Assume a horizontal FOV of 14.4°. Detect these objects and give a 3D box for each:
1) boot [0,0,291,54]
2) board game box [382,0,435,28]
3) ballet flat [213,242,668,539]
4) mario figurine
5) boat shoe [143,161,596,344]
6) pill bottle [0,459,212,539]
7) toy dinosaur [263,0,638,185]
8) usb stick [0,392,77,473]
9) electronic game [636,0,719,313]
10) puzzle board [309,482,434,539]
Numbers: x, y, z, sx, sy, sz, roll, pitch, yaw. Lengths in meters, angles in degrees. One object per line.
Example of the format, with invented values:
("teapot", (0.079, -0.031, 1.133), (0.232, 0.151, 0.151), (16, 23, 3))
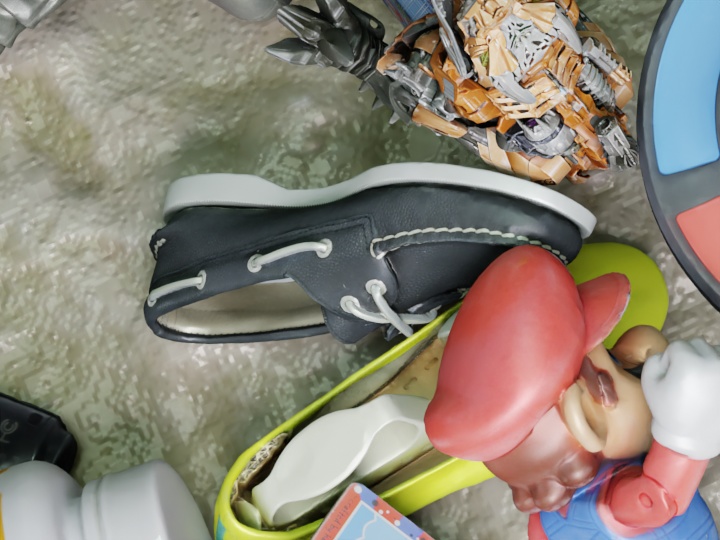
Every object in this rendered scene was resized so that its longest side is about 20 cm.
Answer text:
("boot", (-0.128, -0.118, 1.171), (0.200, 0.068, 0.131), (34, 87, 27))
("board game box", (0.024, -0.212, 1.162), (0.200, 0.062, 0.200), (38, 84, 19))
("ballet flat", (0.029, 0.051, 1.075), (0.200, 0.067, 0.067), (-33, 69, 0))
("mario figurine", (0.106, 0.076, 1.006), (0.123, 0.106, 0.200), (-25, 100, 26))
("boat shoe", (0.000, 0.000, 1.071), (0.200, 0.076, 0.060), (-4, 64, 44))
("pill bottle", (-0.153, 0.140, 1.063), (0.200, 0.109, 0.109), (-21, 70, 7))
("toy dinosaur", (0.049, -0.070, 1.020), (0.136, 0.200, 0.102), (40, 69, 21))
("usb stick", (-0.210, 0.053, 1.145), (0.200, 0.033, 0.056), (19, 70, 17))
("electronic game", (0.196, -0.056, 0.997), (0.200, 0.042, 0.200), (-4, 73, 12))
("puzzle board", (0.008, 0.190, 0.993), (0.151, 0.017, 0.200), (38, 57, -3))
